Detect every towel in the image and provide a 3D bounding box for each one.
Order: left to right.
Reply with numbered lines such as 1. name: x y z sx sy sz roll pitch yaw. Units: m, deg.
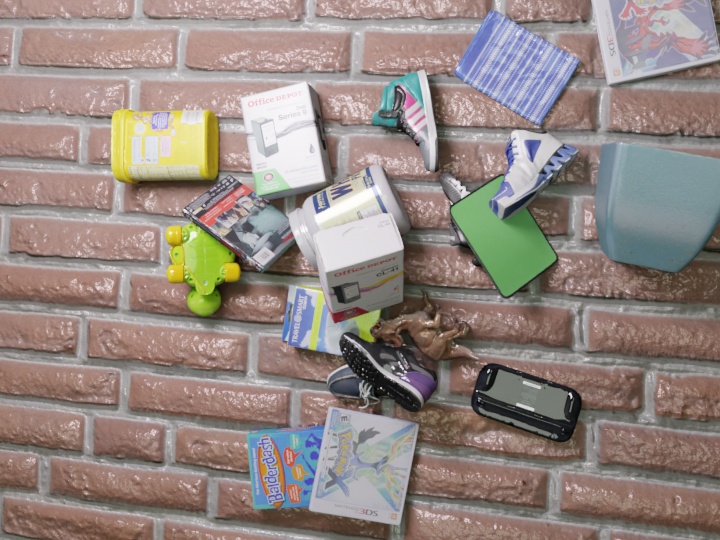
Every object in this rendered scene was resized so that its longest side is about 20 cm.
1. towel: 0.296 -0.389 1.311 0.200 0.024 0.145 33 96 8

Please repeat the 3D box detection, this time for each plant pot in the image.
1. plant pot: 0.509 -0.107 1.195 0.195 0.196 0.201 11 102 10

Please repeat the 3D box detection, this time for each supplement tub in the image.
1. supplement tub: -0.020 -0.098 1.306 0.199 0.145 0.146 -26 86 9

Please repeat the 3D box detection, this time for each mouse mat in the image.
1. mouse mat: 0.267 -0.066 1.274 0.161 0.008 0.201 -32 88 -26

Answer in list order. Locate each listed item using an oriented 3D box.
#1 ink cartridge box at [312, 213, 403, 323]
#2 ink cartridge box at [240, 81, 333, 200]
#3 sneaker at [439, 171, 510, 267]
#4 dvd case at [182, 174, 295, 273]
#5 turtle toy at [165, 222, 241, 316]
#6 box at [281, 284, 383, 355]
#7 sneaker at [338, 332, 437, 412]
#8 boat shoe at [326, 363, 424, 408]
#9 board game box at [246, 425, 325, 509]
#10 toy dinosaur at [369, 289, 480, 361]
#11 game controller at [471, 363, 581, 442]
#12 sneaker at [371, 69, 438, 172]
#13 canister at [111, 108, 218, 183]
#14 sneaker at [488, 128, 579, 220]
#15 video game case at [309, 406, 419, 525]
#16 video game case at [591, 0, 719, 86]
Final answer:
1. ink cartridge box: 0.000 0.000 1.248 0.147 0.200 0.086 -17 62 -6
2. ink cartridge box: -0.146 -0.254 1.359 0.145 0.084 0.201 -11 88 10
3. sneaker: 0.196 -0.092 1.307 0.090 0.066 0.200 -35 86 6
4. dvd case: -0.229 -0.096 1.357 0.200 0.146 0.022 34 138 8
5. turtle toy: -0.316 -0.008 1.380 0.145 0.101 0.201 -1 89 -16
6. box: -0.059 0.101 1.364 0.199 0.048 0.123 9 91 9
7. sneaker: 0.053 0.173 1.284 0.200 0.076 0.088 37 53 14
8. boat shoe: 0.030 0.223 1.333 0.199 0.062 0.075 -2 122 7
9. board game box: -0.122 0.393 1.376 0.199 0.045 0.153 -7 89 11
10. toy dinosaur: 0.126 0.130 1.314 0.200 0.086 0.136 36 97 3
11. game controller: 0.315 0.250 1.306 0.199 0.042 0.105 18 79 9
12. sneaker: 0.083 -0.278 1.317 0.120 0.084 0.201 -9 81 5
13. canister: -0.396 -0.254 1.404 0.199 0.087 0.150 1 90 9
14. sneaker: 0.297 -0.192 1.278 0.199 0.081 0.115 -40 74 -13
15. video game case: 0.008 0.379 1.332 0.181 0.022 0.201 12 87 -7
16. video game case: 0.542 -0.452 1.266 0.199 0.023 0.183 -11 88 10
